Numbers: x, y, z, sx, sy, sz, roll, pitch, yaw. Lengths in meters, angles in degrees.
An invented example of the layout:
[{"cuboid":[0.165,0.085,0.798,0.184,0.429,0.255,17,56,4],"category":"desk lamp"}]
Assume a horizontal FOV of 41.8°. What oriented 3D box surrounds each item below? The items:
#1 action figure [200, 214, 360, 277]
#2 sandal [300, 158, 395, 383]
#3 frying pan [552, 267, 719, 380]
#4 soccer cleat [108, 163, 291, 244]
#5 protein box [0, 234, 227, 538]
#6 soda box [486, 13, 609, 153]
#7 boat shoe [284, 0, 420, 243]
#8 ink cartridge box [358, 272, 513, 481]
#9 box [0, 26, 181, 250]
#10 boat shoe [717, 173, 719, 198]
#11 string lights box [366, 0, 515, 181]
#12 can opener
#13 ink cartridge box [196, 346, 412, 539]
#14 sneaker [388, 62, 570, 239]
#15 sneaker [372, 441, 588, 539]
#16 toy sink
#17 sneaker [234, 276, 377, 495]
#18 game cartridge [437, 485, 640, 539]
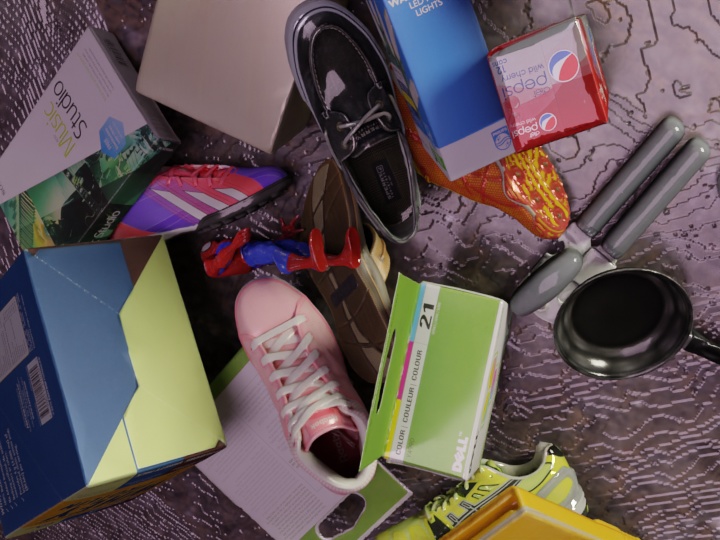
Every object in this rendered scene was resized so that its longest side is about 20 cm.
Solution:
[{"cuboid":[-0.084,-0.018,0.835,0.198,0.065,0.053,-6,95,48],"category":"action figure"},{"cuboid":[0.000,0.000,0.827,0.080,0.053,0.203,-38,67,44],"category":"sandal"},{"cuboid":[0.249,0.040,0.767,0.186,0.031,0.117,-4,126,3],"category":"frying pan"},{"cuboid":[-0.157,-0.070,0.867,0.197,0.068,0.074,-17,97,24],"category":"soccer cleat"},{"cuboid":[-0.248,0.105,0.843,0.199,0.133,0.202,-34,71,45],"category":"protein box"},{"cuboid":[0.139,-0.139,0.676,0.062,0.200,0.071,-16,100,19],"category":"soda box"},{"cuboid":[0.006,-0.111,0.723,0.071,0.071,0.202,-28,120,2],"category":"boat shoe"},{"cuboid":[0.065,0.088,0.748,0.074,0.200,0.151,12,88,13],"category":"ink cartridge box"},{"cuboid":[-0.264,-0.101,0.878,0.200,0.036,0.145,-47,65,25],"category":"box"},{"cuboid":[0.361,-0.021,0.700,0.198,0.091,0.072,32,113,6],"category":"boat shoe"},{"cuboid":[0.044,-0.176,0.659,0.058,0.103,0.202,-24,111,1],"category":"string lights box"},{"cuboid":[0.202,-0.032,0.766,0.052,0.066,0.201,40,109,4],"category":"can opener"},{"cuboid":[-0.060,0.166,0.892,0.200,0.076,0.148,43,113,0],"category":"ink cartridge box"},{"cuboid":[0.092,-0.095,0.788,0.200,0.073,0.077,42,136,6],"category":"sneaker"},{"cuboid":[0.102,0.214,0.856,0.197,0.075,0.078,-17,91,-2],"category":"sneaker"},{"cuboid":[-0.083,-0.223,0.770,0.129,0.112,0.203,23,115,5],"category":"toy sink"},{"cuboid":[-0.042,0.093,0.774,0.074,0.105,0.203,-27,87,-5],"category":"sneaker"},{"cuboid":[0.137,0.269,0.830,0.199,0.033,0.176,28,120,-38],"category":"game cartridge"}]
